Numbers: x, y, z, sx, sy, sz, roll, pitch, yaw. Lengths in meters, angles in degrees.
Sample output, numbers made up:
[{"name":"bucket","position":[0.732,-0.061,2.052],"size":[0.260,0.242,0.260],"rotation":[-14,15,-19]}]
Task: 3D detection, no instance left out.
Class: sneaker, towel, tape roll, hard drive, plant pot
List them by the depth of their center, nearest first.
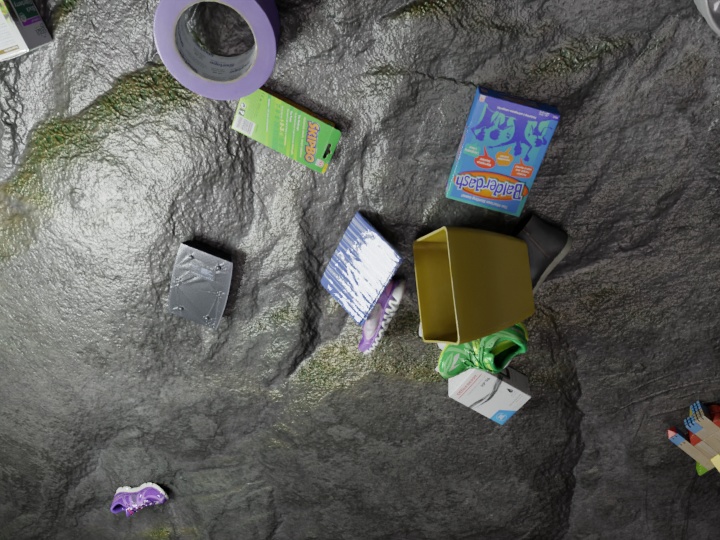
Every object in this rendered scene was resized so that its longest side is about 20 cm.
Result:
[{"name":"tape roll","position":[-0.233,-0.394,0.928],"size":[0.193,0.087,0.203],"rotation":[-1,137,-1]},{"name":"plant pot","position":[0.219,0.025,1.076],"size":[0.171,0.200,0.207],"rotation":[-5,86,-12]},{"name":"sneaker","position":[0.240,0.164,1.118],"size":[0.197,0.084,0.075],"rotation":[-30,117,19]},{"name":"sneaker","position":[0.322,-0.016,1.136],"size":[0.105,0.075,0.202],"rotation":[30,113,-7]},{"name":"towel","position":[0.000,0.000,1.182],"size":[0.145,0.024,0.202],"rotation":[44,125,20]},{"name":"sneaker","position":[0.029,0.091,1.244],"size":[0.086,0.081,0.204],"rotation":[24,118,0]},{"name":"hard drive","position":[-0.359,0.031,1.277],"size":[0.131,0.043,0.203],"rotation":[20,123,-4]},{"name":"sneaker","position":[-0.683,0.720,1.744],"size":[0.194,0.084,0.082],"rotation":[-15,121,16]}]

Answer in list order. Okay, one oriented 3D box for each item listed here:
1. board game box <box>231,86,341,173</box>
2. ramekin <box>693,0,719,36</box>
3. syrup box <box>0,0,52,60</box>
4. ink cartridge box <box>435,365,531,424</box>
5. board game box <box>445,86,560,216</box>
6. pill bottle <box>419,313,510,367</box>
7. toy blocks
[{"name":"board game box","position":[-0.138,-0.268,1.061],"size":[0.196,0.030,0.097],"rotation":[27,123,-6]},{"name":"ramekin","position":[0.577,-0.437,0.801],"size":[0.193,0.106,0.205],"rotation":[4,124,6]},{"name":"syrup box","position":[-0.629,-0.478,0.966],"size":[0.079,0.080,0.204],"rotation":[-10,121,14]},{"name":"ink cartridge box","position":[0.283,0.263,1.317],"size":[0.196,0.069,0.117],"rotation":[28,122,-10]},{"name":"board game box","position":[0.254,-0.212,1.029],"size":[0.147,0.045,0.204],"rotation":[13,124,-1]},{"name":"pill bottle","position":[0.230,0.131,1.214],"size":[0.194,0.112,0.113],"rotation":[17,124,-3]},{"name":"toy blocks","position":[0.811,0.366,1.303],"size":[0.135,0.100,0.201],"rotation":[36,122,-2]}]
